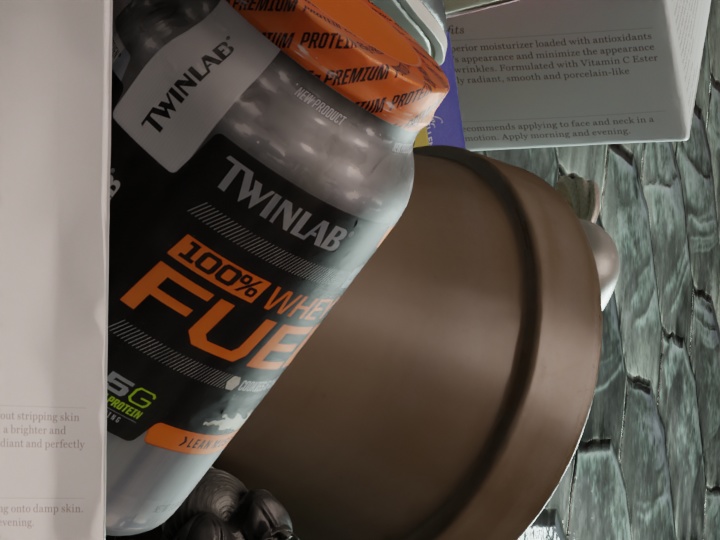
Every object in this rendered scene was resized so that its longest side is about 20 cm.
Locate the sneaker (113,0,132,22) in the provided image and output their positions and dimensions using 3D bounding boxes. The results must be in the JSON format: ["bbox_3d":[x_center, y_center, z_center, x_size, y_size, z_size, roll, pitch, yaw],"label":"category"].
[{"bbox_3d":[-0.132,-0.126,0.842,0.200,0.075,0.106,-51,131,-76],"label":"sneaker"}]

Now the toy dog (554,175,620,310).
[{"bbox_3d":[0.049,0.047,1.063,0.132,0.096,0.200,-99,-158,-64],"label":"toy dog"}]

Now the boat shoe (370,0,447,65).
[{"bbox_3d":[0.004,-0.148,1.015,0.060,0.074,0.200,-71,159,-8],"label":"boat shoe"}]

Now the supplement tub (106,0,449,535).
[{"bbox_3d":[-0.065,-0.015,0.787,0.200,0.123,0.123,-53,170,15],"label":"supplement tub"}]

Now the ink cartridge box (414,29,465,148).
[{"bbox_3d":[0.000,0.000,1.120,0.200,0.047,0.198,-24,115,-34],"label":"ink cartridge box"}]

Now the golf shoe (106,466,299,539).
[{"bbox_3d":[-0.089,0.159,0.919,0.078,0.094,0.200,-9,126,-48],"label":"golf shoe"}]

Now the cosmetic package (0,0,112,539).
[{"bbox_3d":[-0.141,-0.011,0.686,0.113,0.081,0.200,6,79,-32],"label":"cosmetic package"}]

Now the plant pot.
[{"bbox_3d":[-0.025,0.022,0.949,0.173,0.200,0.200,22,63,-36],"label":"plant pot"}]

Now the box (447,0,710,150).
[{"bbox_3d":[0.111,-0.184,1.387,0.200,0.199,0.131,-72,155,-47],"label":"box"}]

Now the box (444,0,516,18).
[{"bbox_3d":[0.060,-0.254,1.278,0.200,0.109,0.128,-105,180,-53],"label":"box"}]
